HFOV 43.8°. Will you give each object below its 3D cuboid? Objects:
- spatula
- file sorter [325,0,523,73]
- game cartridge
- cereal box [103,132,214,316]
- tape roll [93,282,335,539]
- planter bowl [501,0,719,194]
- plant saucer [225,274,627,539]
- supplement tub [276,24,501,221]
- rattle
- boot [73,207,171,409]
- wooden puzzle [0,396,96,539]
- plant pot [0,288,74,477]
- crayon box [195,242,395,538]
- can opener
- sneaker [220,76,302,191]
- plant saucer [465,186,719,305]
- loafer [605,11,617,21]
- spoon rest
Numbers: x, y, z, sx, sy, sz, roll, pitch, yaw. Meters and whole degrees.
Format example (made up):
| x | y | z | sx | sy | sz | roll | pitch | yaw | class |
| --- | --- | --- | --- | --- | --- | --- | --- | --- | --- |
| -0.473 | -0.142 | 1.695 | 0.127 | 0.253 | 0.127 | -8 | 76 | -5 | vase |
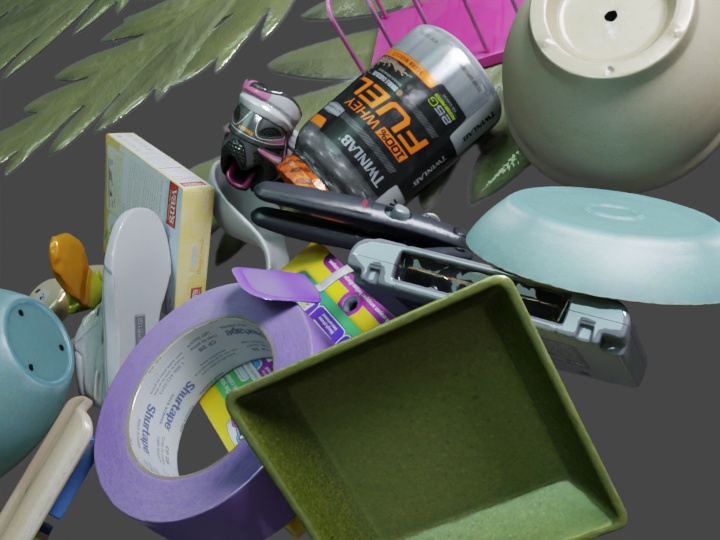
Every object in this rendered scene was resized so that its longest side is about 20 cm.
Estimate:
| x | y | z | sx | sy | sz | roll | pitch | yaw | class |
| --- | --- | --- | --- | --- | --- | --- | --- | --- | --- |
| 0.000 | 0.000 | 0.711 | 0.198 | 0.021 | 0.057 | -10 | 28 | -18 | spatula |
| 0.080 | -0.298 | 0.960 | 0.199 | 0.126 | 0.140 | -12 | 48 | 27 | file sorter |
| 0.101 | 0.032 | 0.640 | 0.199 | 0.133 | 0.042 | 15 | 82 | 27 | game cartridge |
| -0.220 | -0.050 | 0.951 | 0.039 | 0.145 | 0.200 | -8 | 28 | -36 | cereal box |
| -0.107 | 0.109 | 0.692 | 0.199 | 0.066 | 0.201 | -19 | 47 | 22 | tape roll |
| 0.202 | -0.176 | 0.709 | 0.199 | 0.135 | 0.202 | -5 | 73 | 17 | planter bowl |
| 0.044 | 0.113 | 0.591 | 0.199 | 0.201 | 0.048 | -24 | 20 | 14 | plant saucer |
| 0.025 | -0.126 | 0.849 | 0.200 | 0.123 | 0.122 | -42 | 42 | -4 | supplement tub |
| -0.356 | 0.028 | 0.973 | 0.199 | 0.143 | 0.131 | 10 | 77 | 33 | rattle |
| -0.244 | 0.040 | 0.878 | 0.095 | 0.073 | 0.202 | 1 | 86 | 39 | boot |
| -0.275 | 0.203 | 0.772 | 0.186 | 0.046 | 0.200 | -62 | 15 | -12 | wooden puzzle |
| -0.357 | 0.095 | 0.857 | 0.134 | 0.200 | 0.201 | -26 | 43 | 17 | plant pot |
| -0.044 | 0.090 | 0.756 | 0.172 | 0.058 | 0.200 | -42 | 43 | -3 | crayon box |
| 0.002 | -0.036 | 0.771 | 0.199 | 0.064 | 0.079 | 21 | 28 | 1 | can opener |
| -0.104 | -0.117 | 0.891 | 0.080 | 0.200 | 0.087 | 29 | 82 | 11 | sneaker |
| 0.174 | -0.026 | 0.626 | 0.198 | 0.036 | 0.200 | 4 | 17 | -1 | plant saucer |
| 0.251 | -0.235 | 0.833 | 0.070 | 0.068 | 0.202 | 0 | 59 | 25 | loafer |
| -0.105 | -0.032 | 0.889 | 0.060 | 0.099 | 0.201 | -33 | 50 | 26 | spoon rest |
